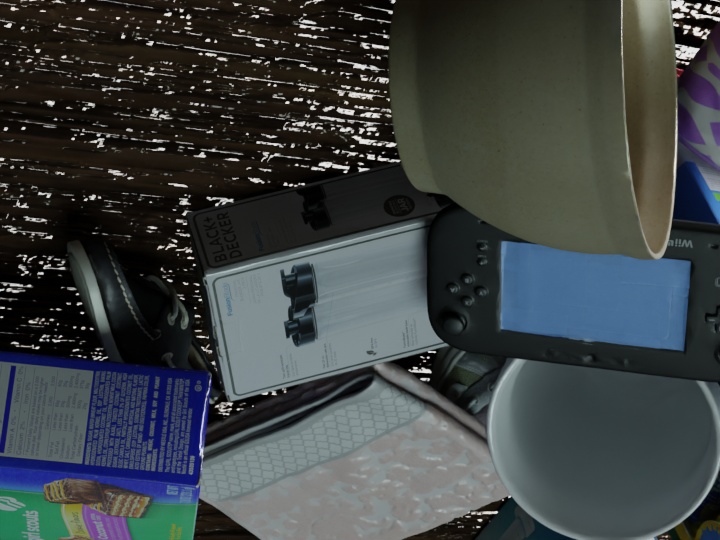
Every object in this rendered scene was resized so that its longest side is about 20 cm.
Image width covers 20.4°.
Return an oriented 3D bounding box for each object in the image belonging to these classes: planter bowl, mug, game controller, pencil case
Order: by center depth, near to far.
[{"bbox_3d":[0.093,-0.104,1.087,0.135,0.200,0.200,-2,147,17],"label":"planter bowl"},{"bbox_3d":[0.137,0.011,1.169,0.200,0.042,0.104,6,131,12],"label":"game controller"},{"bbox_3d":[0.260,-0.141,1.172,0.084,0.086,0.200,-2,134,-53],"label":"pencil case"},{"bbox_3d":[0.195,0.077,1.300,0.200,0.175,0.148,5,109,14],"label":"mug"}]

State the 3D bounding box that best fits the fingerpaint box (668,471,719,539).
[{"bbox_3d":[0.268,0.117,1.422,0.073,0.200,0.167,-3,140,-25],"label":"fingerpaint box"}]

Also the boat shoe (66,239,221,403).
[{"bbox_3d":[-0.129,0.036,1.221,0.060,0.074,0.200,-20,146,-3],"label":"boat shoe"}]

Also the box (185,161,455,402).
[{"bbox_3d":[0.000,0.000,1.235,0.200,0.060,0.117,-15,135,-7],"label":"box"}]

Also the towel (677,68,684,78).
[{"bbox_3d":[0.175,-0.052,1.314,0.145,0.022,0.200,11,134,-40],"label":"towel"}]

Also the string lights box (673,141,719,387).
[{"bbox_3d":[0.247,0.013,1.246,0.103,0.200,0.059,10,134,-40],"label":"string lights box"}]

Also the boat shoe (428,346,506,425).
[{"bbox_3d":[0.078,0.117,1.436,0.074,0.065,0.202,-5,140,-22],"label":"boat shoe"}]

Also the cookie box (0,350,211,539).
[{"bbox_3d":[-0.194,0.113,1.182,0.200,0.075,0.171,6,154,-4],"label":"cookie box"}]

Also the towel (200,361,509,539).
[{"bbox_3d":[-0.009,0.140,1.393,0.200,0.032,0.191,-26,138,28],"label":"towel"}]

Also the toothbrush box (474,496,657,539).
[{"bbox_3d":[0.151,0.267,1.594,0.085,0.146,0.200,7,133,-34],"label":"toothbrush box"}]
